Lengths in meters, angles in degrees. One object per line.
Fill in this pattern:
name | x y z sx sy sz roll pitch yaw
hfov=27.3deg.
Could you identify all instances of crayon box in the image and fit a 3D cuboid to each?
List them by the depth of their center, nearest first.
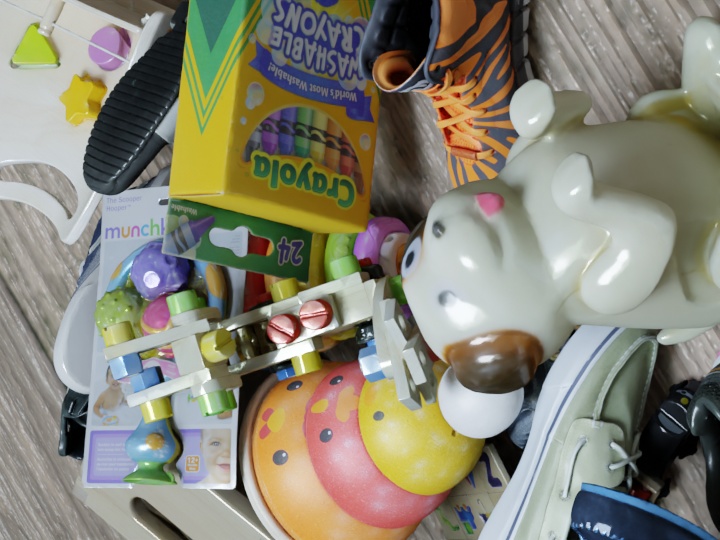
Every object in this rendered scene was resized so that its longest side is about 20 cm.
crayon box | -0.047 -0.099 0.894 0.051 0.126 0.201 1 82 42

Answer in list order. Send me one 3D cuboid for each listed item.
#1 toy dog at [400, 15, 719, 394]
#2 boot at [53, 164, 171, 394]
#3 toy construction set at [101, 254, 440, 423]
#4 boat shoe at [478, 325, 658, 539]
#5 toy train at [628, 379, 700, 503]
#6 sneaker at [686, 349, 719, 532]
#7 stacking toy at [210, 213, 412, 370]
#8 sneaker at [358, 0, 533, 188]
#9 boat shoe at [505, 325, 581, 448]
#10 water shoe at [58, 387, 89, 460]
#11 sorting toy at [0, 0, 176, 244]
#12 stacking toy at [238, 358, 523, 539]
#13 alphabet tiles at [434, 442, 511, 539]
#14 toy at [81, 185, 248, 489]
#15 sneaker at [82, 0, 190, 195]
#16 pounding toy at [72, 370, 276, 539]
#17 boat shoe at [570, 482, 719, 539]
toy dog | 0.116 -0.019 0.779 0.194 0.199 0.140 84 164 -58
boot | -0.175 0.011 1.081 0.073 0.200 0.090 44 144 -22
toy construction set | -0.040 0.038 0.874 0.199 0.131 0.092 -4 88 16
boat shoe | 0.134 0.114 0.874 0.062 0.072 0.200 28 97 41
toy train | 0.165 0.148 0.926 0.034 0.046 0.200 39 131 22
sneaker | 0.234 0.140 0.832 0.080 0.086 0.200 -28 90 47
stacking toy | 0.000 0.000 0.973 0.200 0.110 0.116 -9 81 35
sneaker | 0.050 -0.101 0.868 0.077 0.112 0.201 8 116 40
boat shoe | 0.117 0.023 0.901 0.091 0.071 0.200 45 140 16
water shoe | -0.196 0.089 1.187 0.071 0.079 0.200 16 142 -10
sorting toy | -0.212 -0.120 1.056 0.200 0.107 0.180 28 100 31
stacking toy | 0.030 0.096 0.924 0.200 0.146 0.146 -35 85 46
alphabet tiles | 0.110 0.208 0.991 0.200 0.006 0.166 63 156 0
toy | -0.134 0.039 0.957 0.115 0.047 0.201 -3 80 23
sneaker | -0.094 -0.117 0.949 0.088 0.200 0.074 41 173 -39
pounding toy | -0.105 0.131 1.085 0.200 0.184 0.142 36 130 13
boat shoe | 0.179 0.183 0.838 0.200 0.069 0.084 38 165 -37
